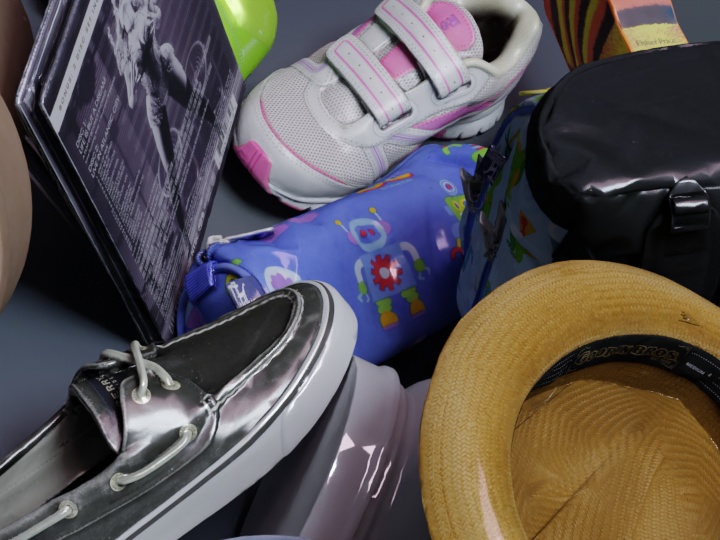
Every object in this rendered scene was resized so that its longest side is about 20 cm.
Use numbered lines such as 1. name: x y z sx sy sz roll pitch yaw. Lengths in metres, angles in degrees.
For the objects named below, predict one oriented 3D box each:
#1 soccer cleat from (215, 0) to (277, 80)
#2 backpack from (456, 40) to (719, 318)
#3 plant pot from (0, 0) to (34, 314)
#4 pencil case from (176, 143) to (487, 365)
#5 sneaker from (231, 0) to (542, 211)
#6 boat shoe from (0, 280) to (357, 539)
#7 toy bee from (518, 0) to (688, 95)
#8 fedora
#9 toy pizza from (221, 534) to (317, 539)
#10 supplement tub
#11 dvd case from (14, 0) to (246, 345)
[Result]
1. soccer cleat: -0.133 -0.156 1.023 0.200 0.068 0.081 32 58 -7
2. backpack: 0.116 -0.008 0.894 0.162 0.201 0.154 -9 45 -19
3. plant pot: -0.215 -0.063 0.846 0.200 0.201 0.175 30 30 -7
4. pencil case: 0.000 0.000 0.973 0.200 0.078 0.087 -26 94 -41
5. sneaker: 0.016 -0.099 1.047 0.081 0.088 0.200 49 49 10
6. boat shoe: -0.086 0.065 0.828 0.200 0.071 0.064 -42 126 -14
7. toy bee: 0.155 -0.075 1.011 0.131 0.109 0.200 -29 81 -28
8. fedora: 0.093 0.093 0.765 0.200 0.082 0.201 16 53 -23
9. toy pizza: -0.038 0.198 0.763 0.201 0.200 0.032 67 10 24
10. supplement tub: 0.057 0.133 0.866 0.199 0.145 0.146 27 49 -10
11. dvd case: -0.094 -0.076 0.895 0.016 0.200 0.149 6 62 14
